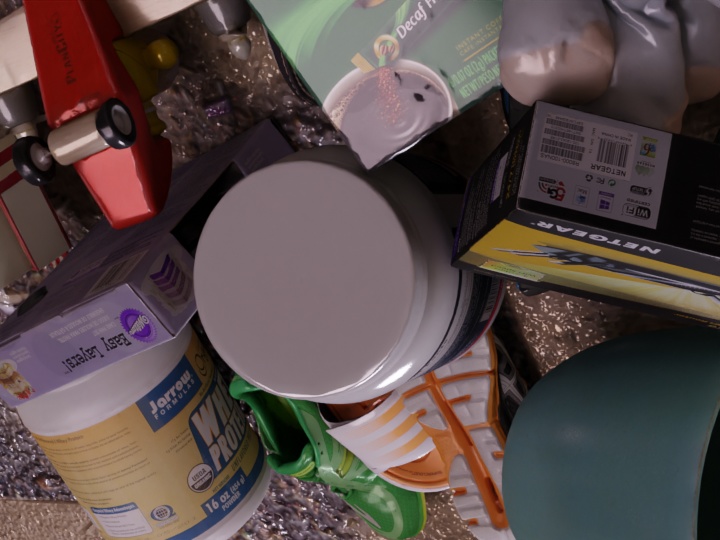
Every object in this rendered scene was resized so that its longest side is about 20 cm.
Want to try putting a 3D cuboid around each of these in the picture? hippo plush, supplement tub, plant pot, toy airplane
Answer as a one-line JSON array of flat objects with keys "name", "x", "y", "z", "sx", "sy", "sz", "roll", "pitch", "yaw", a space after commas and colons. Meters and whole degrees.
[{"name": "hippo plush", "x": 0.153, "y": -0.164, "z": 0.641, "sx": 0.160, "sy": 0.159, "sz": 0.201, "roll": -20, "pitch": 74, "yaw": 45}, {"name": "supplement tub", "x": 0.000, "y": 0.000, "z": 0.821, "sx": 0.140, "sy": 0.200, "sz": 0.141, "roll": 1, "pitch": 93, "yaw": 18}, {"name": "supplement tub", "x": -0.172, "y": 0.112, "z": 1.093, "sx": 0.144, "sy": 0.145, "sz": 0.201, "roll": -7, "pitch": 123, "yaw": 37}, {"name": "plant pot", "x": 0.182, "y": 0.127, "z": 0.846, "sx": 0.160, "sy": 0.201, "sz": 0.201, "roll": 2, "pitch": 128, "yaw": 45}, {"name": "toy airplane", "x": -0.166, "y": -0.148, "z": 0.890, "sx": 0.199, "sy": 0.141, "sz": 0.200, "roll": 28, "pitch": 100, "yaw": 22}]

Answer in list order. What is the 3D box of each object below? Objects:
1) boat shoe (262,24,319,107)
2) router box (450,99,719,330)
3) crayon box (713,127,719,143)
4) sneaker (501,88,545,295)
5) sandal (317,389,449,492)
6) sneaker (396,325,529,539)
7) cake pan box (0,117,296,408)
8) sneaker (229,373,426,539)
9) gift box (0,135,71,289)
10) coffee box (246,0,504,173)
[{"name": "boat shoe", "x": -0.019, "y": -0.168, "z": 0.800, "sx": 0.073, "sy": 0.060, "sz": 0.201, "roll": 2, "pitch": 132, "yaw": -7}, {"name": "router box", "x": 0.155, "y": -0.015, "z": 0.681, "sx": 0.199, "sy": 0.053, "sz": 0.157, "roll": 13, "pitch": 170, "yaw": -4}, {"name": "crayon box", "x": 0.279, "y": -0.091, "z": 0.684, "sx": 0.172, "sy": 0.058, "sz": 0.201, "roll": 26, "pitch": 136, "yaw": 12}, {"name": "sneaker", "x": 0.121, "y": -0.080, "z": 0.796, "sx": 0.081, "sy": 0.073, "sz": 0.201, "roll": -5, "pitch": 126, "yaw": 4}, {"name": "sandal", "x": -0.002, "y": 0.085, "z": 1.001, "sx": 0.079, "sy": 0.059, "sz": 0.207, "roll": -42, "pitch": 99, "yaw": 9}, {"name": "sneaker", "x": 0.079, "y": 0.083, "z": 0.962, "sx": 0.078, "sy": 0.077, "sz": 0.201, "roll": -12, "pitch": 101, "yaw": 34}, {"name": "cake pan box", "x": -0.144, "y": -0.006, "z": 0.944, "sx": 0.200, "sy": 0.184, "sz": 0.052, "roll": -24, "pitch": 114, "yaw": 41}, {"name": "sneaker", "x": -0.030, "y": 0.135, "z": 1.066, "sx": 0.074, "sy": 0.084, "sz": 0.200, "roll": -27, "pitch": 110, "yaw": 44}, {"name": "gift box", "x": -0.319, "y": -0.048, "z": 1.017, "sx": 0.199, "sy": 0.187, "sz": 0.185, "roll": 13, "pitch": 133, "yaw": 45}, {"name": "coffee box", "x": -0.003, "y": -0.162, "z": 0.701, "sx": 0.123, "sy": 0.044, "sz": 0.200, "roll": -30, "pitch": 101, "yaw": 20}]
